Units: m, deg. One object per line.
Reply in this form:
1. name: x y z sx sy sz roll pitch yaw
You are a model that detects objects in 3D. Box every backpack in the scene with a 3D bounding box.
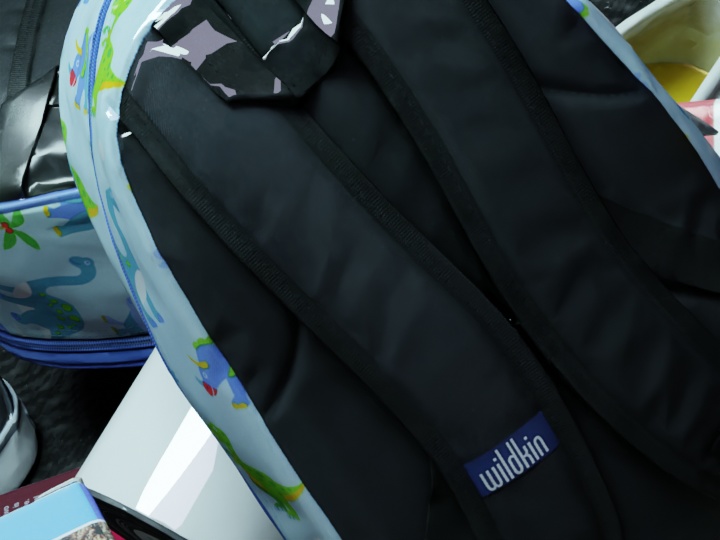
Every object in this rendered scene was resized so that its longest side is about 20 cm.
1. backpack: -0.059 -0.053 0.992 0.182 0.147 0.200 -9 39 22
2. backpack: 0.009 -0.010 0.724 0.163 0.200 0.154 -42 29 -3

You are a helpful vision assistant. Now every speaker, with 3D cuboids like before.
1. speaker: 0.000 0.000 0.830 0.081 0.081 0.200 19 73 41

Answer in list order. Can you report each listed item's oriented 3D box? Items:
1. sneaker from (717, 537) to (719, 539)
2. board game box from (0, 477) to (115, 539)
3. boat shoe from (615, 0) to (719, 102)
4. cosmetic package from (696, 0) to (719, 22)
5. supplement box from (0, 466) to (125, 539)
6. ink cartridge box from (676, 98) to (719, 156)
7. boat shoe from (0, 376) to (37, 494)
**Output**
1. sneaker: 0.134 0.119 0.722 0.199 0.078 0.085 9 30 19
2. board game box: -0.090 0.170 0.642 0.159 0.097 0.200 -25 40 -9
3. boat shoe: 0.068 -0.040 0.916 0.075 0.086 0.202 33 48 28
4. cosmetic package: 0.195 -0.115 0.948 0.199 0.102 0.071 9 61 34
5. supplement box: -0.060 0.111 0.890 0.199 0.061 0.109 -19 40 9
6. ink cartridge box: 0.165 0.023 0.796 0.199 0.084 0.145 -5 80 24
7. boat shoe: -0.189 0.101 0.965 0.072 0.068 0.200 17 58 40
